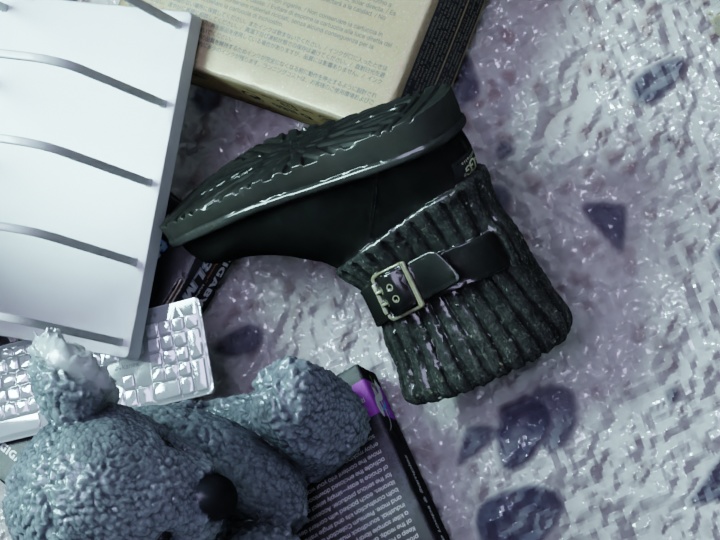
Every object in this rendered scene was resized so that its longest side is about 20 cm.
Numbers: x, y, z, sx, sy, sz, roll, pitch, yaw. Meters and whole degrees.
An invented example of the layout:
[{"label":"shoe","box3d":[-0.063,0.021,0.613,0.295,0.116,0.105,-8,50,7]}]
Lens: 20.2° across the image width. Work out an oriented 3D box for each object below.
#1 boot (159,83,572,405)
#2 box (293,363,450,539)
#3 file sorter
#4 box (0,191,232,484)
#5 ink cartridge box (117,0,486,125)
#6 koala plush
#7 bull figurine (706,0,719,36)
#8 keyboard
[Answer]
[{"label":"boot","box3d":[-0.001,0.001,1.115,0.210,0.079,0.159,-15,110,35]},{"label":"box","box3d":[-0.016,0.174,1.124,0.142,0.036,0.201,-30,67,15]},{"label":"file sorter","box3d":[-0.195,-0.064,1.135,0.138,0.124,0.202,8,86,26]},{"label":"box","box3d":[-0.201,0.013,1.231,0.199,0.050,0.199,33,90,24]},{"label":"ink cartridge box","box3d":[-0.029,-0.174,1.189,0.199,0.075,0.166,21,86,26]},{"label":"koala plush","box3d":[-0.116,0.126,1.048,0.182,0.200,0.179,-2,77,24]},{"label":"bull figurine","box3d":[0.195,-0.196,1.097,0.199,0.065,0.121,27,56,33]},{"label":"keyboard","box3d":[-0.179,0.065,1.180,0.198,0.011,0.057,-14,74,18]}]
